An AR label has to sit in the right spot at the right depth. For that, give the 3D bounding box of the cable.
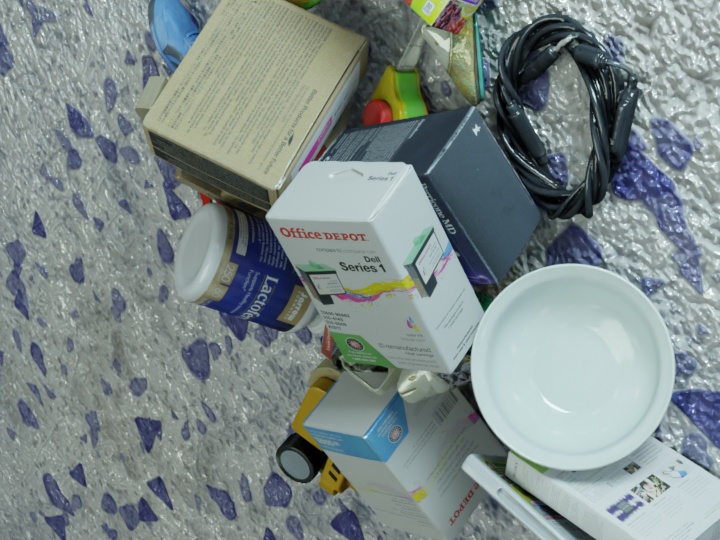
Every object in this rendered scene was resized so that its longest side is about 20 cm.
[{"bbox_3d":[0.189,-0.142,1.488,0.162,0.051,0.202,33,132,33],"label":"cable"}]

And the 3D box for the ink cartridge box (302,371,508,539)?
[{"bbox_3d":[0.058,0.201,1.713,0.125,0.129,0.201,3,136,53],"label":"ink cartridge box"}]

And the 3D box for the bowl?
[{"bbox_3d":[0.213,0.098,1.527,0.198,0.090,0.204,-1,83,11],"label":"bowl"}]

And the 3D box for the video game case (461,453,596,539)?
[{"bbox_3d":[0.209,0.257,1.584,0.182,0.199,0.022,41,101,26],"label":"video game case"}]

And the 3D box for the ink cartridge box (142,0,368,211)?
[{"bbox_3d":[-0.107,-0.181,1.594,0.163,0.201,0.075,27,160,10],"label":"ink cartridge box"}]

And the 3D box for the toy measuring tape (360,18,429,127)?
[{"bbox_3d":[0.054,-0.186,1.604,0.074,0.073,0.201,46,130,21],"label":"toy measuring tape"}]

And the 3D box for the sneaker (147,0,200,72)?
[{"bbox_3d":[-0.188,-0.248,1.849,0.078,0.066,0.202,-20,95,39],"label":"sneaker"}]

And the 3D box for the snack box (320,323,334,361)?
[{"bbox_3d":[0.000,0.000,1.721,0.024,0.071,0.203,23,111,40],"label":"snack box"}]

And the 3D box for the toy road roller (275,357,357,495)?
[{"bbox_3d":[0.001,0.188,1.828,0.145,0.123,0.201,33,134,12],"label":"toy road roller"}]

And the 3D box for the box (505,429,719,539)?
[{"bbox_3d":[0.263,0.214,1.523,0.199,0.143,0.037,34,131,32],"label":"box"}]

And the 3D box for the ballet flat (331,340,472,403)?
[{"bbox_3d":[0.046,0.103,1.601,0.199,0.072,0.073,12,119,40],"label":"ballet flat"}]

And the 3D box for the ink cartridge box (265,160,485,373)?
[{"bbox_3d":[0.016,-0.003,1.506,0.144,0.084,0.201,4,134,41],"label":"ink cartridge box"}]

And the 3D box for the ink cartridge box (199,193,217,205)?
[{"bbox_3d":[-0.145,-0.054,1.912,0.198,0.057,0.165,0,110,43],"label":"ink cartridge box"}]

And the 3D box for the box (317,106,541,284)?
[{"bbox_3d":[0.059,-0.069,1.561,0.199,0.105,0.149,-6,129,47],"label":"box"}]

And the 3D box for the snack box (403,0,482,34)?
[{"bbox_3d":[0.081,-0.353,1.422,0.169,0.067,0.201,45,110,21],"label":"snack box"}]

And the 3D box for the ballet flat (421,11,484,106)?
[{"bbox_3d":[0.089,-0.262,1.517,0.070,0.070,0.203,17,120,42],"label":"ballet flat"}]

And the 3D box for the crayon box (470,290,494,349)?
[{"bbox_3d":[0.083,0.057,1.655,0.199,0.118,0.059,11,75,45],"label":"crayon box"}]

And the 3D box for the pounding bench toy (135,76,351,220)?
[{"bbox_3d":[-0.132,-0.164,1.696,0.155,0.199,0.126,-16,54,50],"label":"pounding bench toy"}]

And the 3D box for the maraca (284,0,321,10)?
[{"bbox_3d":[-0.078,-0.376,1.619,0.136,0.106,0.203,-3,98,38],"label":"maraca"}]

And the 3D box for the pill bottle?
[{"bbox_3d":[-0.106,0.005,1.769,0.116,0.198,0.117,-42,39,45],"label":"pill bottle"}]
